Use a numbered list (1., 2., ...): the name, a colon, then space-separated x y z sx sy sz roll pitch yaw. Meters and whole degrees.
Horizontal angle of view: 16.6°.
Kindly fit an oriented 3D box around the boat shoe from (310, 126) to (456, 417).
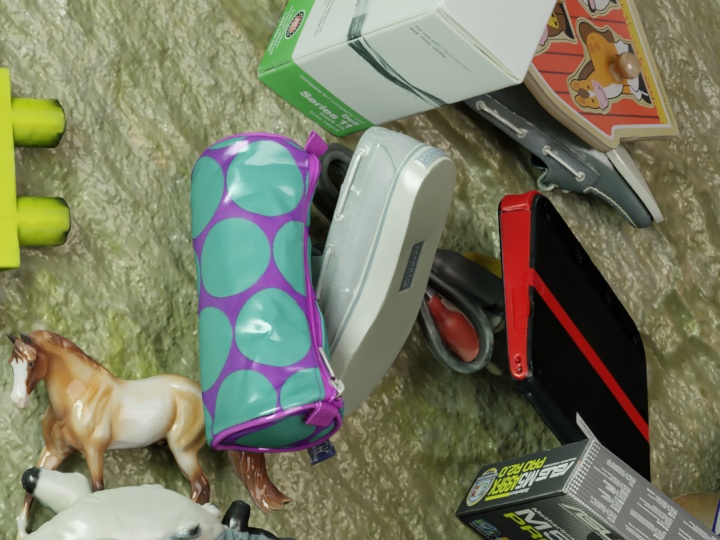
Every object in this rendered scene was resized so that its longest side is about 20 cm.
1. boat shoe: 0.000 0.000 1.589 0.070 0.071 0.202 -18 134 -53

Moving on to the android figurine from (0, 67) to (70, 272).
1. android figurine: -0.264 -0.061 1.452 0.199 0.041 0.184 3 82 -37

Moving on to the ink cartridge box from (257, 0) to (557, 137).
1. ink cartridge box: 0.041 -0.181 1.590 0.083 0.199 0.147 36 64 -26

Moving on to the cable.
1. cable: 0.031 0.000 1.655 0.199 0.050 0.098 32 64 -16

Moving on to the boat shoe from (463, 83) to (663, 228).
1. boat shoe: 0.141 -0.091 1.749 0.062 0.073 0.200 -39 121 12

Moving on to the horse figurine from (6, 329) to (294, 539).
1. horse figurine: -0.136 0.108 1.514 0.199 0.050 0.134 5 86 -33

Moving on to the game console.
1. game console: 0.145 0.060 1.666 0.200 0.031 0.178 50 32 -40

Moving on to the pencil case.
1. pencil case: -0.057 0.015 1.528 0.085 0.092 0.202 41 37 -58

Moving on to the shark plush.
1. shark plush: -0.133 0.166 1.477 0.199 0.091 0.084 -8 126 -42

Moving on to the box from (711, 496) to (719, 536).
1. box: 0.369 0.173 1.809 0.200 0.105 0.185 44 44 -23

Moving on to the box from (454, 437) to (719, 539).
1. box: 0.180 0.194 1.639 0.200 0.160 0.044 38 67 -14

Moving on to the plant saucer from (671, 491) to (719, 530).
1. plant saucer: 0.264 0.261 1.788 0.199 0.035 0.202 6 80 -35

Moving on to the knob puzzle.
1. knob puzzle: 0.149 -0.179 1.718 0.219 0.030 0.221 30 48 -40
